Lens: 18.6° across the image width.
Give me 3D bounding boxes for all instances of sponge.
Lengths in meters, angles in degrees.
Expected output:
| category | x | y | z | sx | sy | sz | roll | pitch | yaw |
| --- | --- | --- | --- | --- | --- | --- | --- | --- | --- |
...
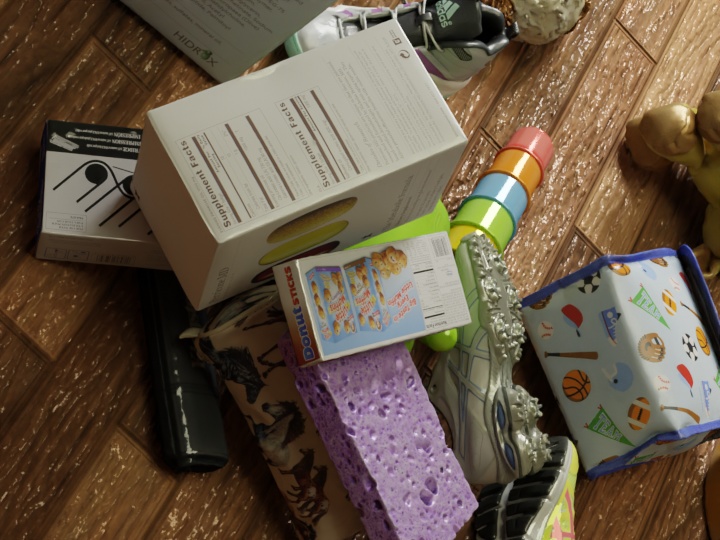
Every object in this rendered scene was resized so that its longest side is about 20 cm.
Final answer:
| category | x | y | z | sx | sy | sz | roll | pitch | yaw |
| --- | --- | --- | --- | --- | --- | --- | --- | --- | --- |
| sponge | 0.014 | 0.111 | 1.569 | 0.112 | 0.030 | 0.201 | -43 | 112 | -55 |

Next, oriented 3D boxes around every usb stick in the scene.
| category | x | y | z | sx | sy | sz | roll | pitch | yaw |
| --- | --- | --- | --- | --- | --- | --- | --- | --- | --- |
| usb stick | -0.132 | 0.051 | 1.603 | 0.055 | 0.033 | 0.201 | 8 | 63 | -40 |

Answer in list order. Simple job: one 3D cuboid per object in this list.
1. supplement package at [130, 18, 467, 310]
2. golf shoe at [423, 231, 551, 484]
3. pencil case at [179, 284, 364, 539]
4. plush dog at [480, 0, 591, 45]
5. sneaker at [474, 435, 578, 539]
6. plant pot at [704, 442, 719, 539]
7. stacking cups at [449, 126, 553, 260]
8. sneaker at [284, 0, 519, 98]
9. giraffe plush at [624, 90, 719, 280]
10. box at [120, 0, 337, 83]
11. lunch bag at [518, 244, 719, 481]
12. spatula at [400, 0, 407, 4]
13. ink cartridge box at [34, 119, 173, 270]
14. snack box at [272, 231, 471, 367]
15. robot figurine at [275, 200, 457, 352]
| category | x | y | z | sx | sy | sz | roll | pitch | yaw |
| --- | --- | --- | --- | --- | --- | --- | --- | --- | --- |
| supplement package | -0.045 | -0.074 | 1.537 | 0.199 | 0.114 | 0.110 | -23 | 71 | -21 |
| golf shoe | 0.083 | 0.071 | 1.733 | 0.078 | 0.097 | 0.201 | 22 | 57 | -63 |
| pencil case | -0.047 | 0.107 | 1.589 | 0.201 | 0.089 | 0.078 | 64 | 24 | -13 |
| plush dog | 0.159 | -0.288 | 1.973 | 0.199 | 0.160 | 0.173 | -1 | 92 | -42 |
| sneaker | 0.139 | 0.223 | 1.732 | 0.090 | 0.078 | 0.201 | 42 | 51 | -30 |
| plant pot | 0.434 | 0.202 | 1.916 | 0.199 | 0.183 | 0.201 | 20 | 56 | -33 |
| stacking cups | 0.118 | -0.051 | 1.857 | 0.061 | 0.060 | 0.200 | 48 | 45 | -11 |
| sneaker | 0.044 | -0.203 | 1.812 | 0.199 | 0.140 | 0.078 | -1 | 69 | -42 |
| giraffe plush | 0.344 | -0.080 | 2.031 | 0.200 | 0.171 | 0.163 | -3 | 79 | -79 |
| box | -0.100 | -0.300 | 1.713 | 0.200 | 0.171 | 0.200 | 39 | 48 | -20 |
| lunch bag | 0.249 | 0.072 | 1.871 | 0.200 | 0.123 | 0.171 | -3 | 70 | -57 |
| spatula | 0.016 | -0.255 | 1.886 | 0.199 | 0.056 | 0.021 | 34 | 85 | -15 |
| ink cartridge box | -0.133 | -0.050 | 1.593 | 0.199 | 0.044 | 0.095 | 6 | 63 | -13 |
| snack box | 0.012 | 0.018 | 1.557 | 0.200 | 0.024 | 0.072 | -11 | 86 | -56 |
| robot figurine | 0.000 | 0.000 | 1.683 | 0.175 | 0.116 | 0.201 | 31 | 54 | -16 |
